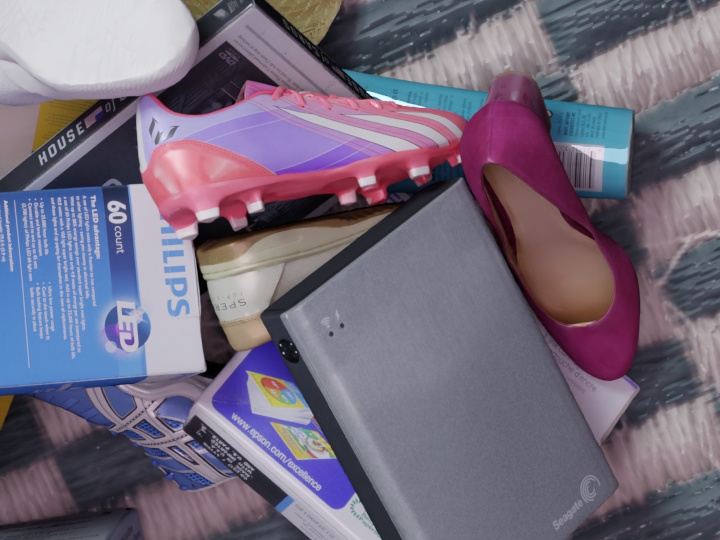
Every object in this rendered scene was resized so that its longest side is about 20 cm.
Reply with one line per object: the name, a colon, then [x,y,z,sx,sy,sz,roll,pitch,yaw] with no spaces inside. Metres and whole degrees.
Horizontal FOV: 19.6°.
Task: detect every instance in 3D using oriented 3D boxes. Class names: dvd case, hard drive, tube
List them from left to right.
dvd case: [-0.092,-0.053,1.149,0.200,0.025,0.150,-37,136,16]
hard drive: [0.046,0.072,1.104,0.139,0.033,0.200,-38,108,-32]
tube: [0.056,-0.074,1.189,0.199,0.050,0.078,6,88,8]

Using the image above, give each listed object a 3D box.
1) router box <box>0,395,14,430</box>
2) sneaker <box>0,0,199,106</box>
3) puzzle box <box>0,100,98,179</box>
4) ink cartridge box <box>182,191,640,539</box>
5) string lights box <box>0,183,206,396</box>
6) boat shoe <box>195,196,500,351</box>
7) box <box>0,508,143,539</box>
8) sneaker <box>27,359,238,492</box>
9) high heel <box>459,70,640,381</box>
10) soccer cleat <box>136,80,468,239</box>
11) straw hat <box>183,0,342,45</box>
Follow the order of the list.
router box: [-0.289,0.044,1.149,0.199,0.052,0.157,15,128,-15]
sneaker: [-0.163,-0.116,1.092,0.199,0.088,0.075,6,71,25]
puzzle box: [-0.206,-0.073,1.186,0.199,0.025,0.134,9,98,-18]
ink cartridge box: [0.032,0.078,1.179,0.198,0.043,0.200,41,59,-1]
string lights box: [-0.186,0.013,1.076,0.199,0.059,0.103,-4,83,-19]
boat shoe: [0.000,0.000,1.143,0.199,0.074,0.067,-12,93,-34]
box: [-0.211,0.257,1.226,0.183,0.105,0.201,-8,96,5]
sneaker: [-0.110,0.086,1.207,0.199,0.076,0.077,13,99,2]
high heel: [0.101,-0.004,1.135,0.067,0.096,0.200,-17,116,22]
soccer cleat: [-0.025,-0.071,1.097,0.199,0.067,0.077,-14,82,-31]
straw hat: [-0.104,-0.198,1.161,0.085,0.201,0.202,-5,100,48]
